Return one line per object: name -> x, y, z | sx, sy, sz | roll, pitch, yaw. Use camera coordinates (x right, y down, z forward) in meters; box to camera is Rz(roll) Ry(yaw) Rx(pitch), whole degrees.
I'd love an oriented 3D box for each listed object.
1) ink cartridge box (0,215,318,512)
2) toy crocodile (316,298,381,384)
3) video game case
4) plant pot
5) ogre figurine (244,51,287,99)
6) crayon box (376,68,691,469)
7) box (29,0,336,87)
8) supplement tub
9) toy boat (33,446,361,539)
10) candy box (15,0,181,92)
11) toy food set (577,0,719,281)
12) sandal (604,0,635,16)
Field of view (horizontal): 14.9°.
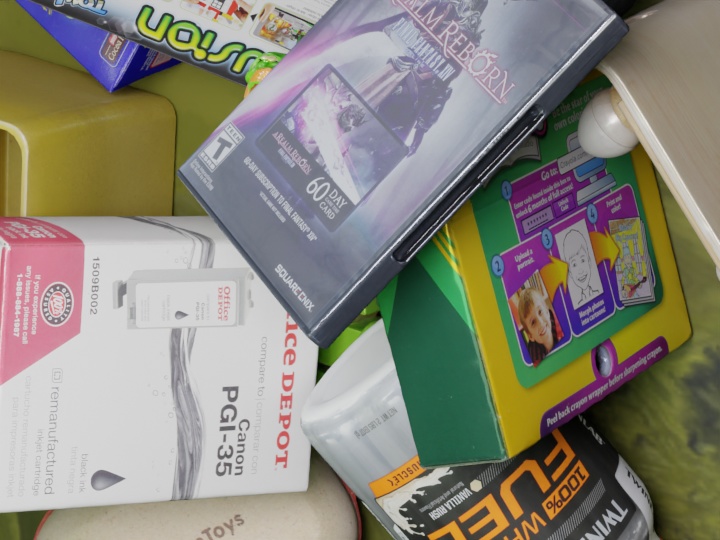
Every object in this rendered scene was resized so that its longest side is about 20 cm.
ink cartridge box -> -0.123, 0.046, 1.480 | 0.083, 0.199, 0.148 | 16, 105, 55
toy crocodile -> 0.000, 0.000, 1.546 | 0.067, 0.062, 0.201 | 17, 111, 31
video game case -> 0.015, -0.077, 1.277 | 0.200, 0.019, 0.143 | -47, 46, 6
plant pot -> -0.214, -0.032, 1.610 | 0.199, 0.176, 0.201 | 18, 116, 31
ogre figurine -> -0.004, -0.094, 1.423 | 0.098, 0.120, 0.200 | 42, 113, -10
crayon box -> 0.081, -0.016, 1.383 | 0.058, 0.200, 0.174 | -9, 101, 36
box -> -0.079, -0.163, 1.479 | 0.199, 0.035, 0.110 | 21, 127, -17
supplement tub -> 0.073, 0.114, 1.469 | 0.200, 0.123, 0.122 | 48, 130, -10
toy boat -> -0.100, 0.163, 1.636 | 0.199, 0.131, 0.131 | -30, 86, -3
candy box -> -0.155, -0.233, 1.560 | 0.200, 0.077, 0.169 | 44, 127, 14
toy food set -> 0.176, -0.038, 1.343 | 0.060, 0.143, 0.201 | -33, 86, 38
sandal -> 0.089, -0.130, 1.358 | 0.048, 0.200, 0.075 | 59, 159, -15
